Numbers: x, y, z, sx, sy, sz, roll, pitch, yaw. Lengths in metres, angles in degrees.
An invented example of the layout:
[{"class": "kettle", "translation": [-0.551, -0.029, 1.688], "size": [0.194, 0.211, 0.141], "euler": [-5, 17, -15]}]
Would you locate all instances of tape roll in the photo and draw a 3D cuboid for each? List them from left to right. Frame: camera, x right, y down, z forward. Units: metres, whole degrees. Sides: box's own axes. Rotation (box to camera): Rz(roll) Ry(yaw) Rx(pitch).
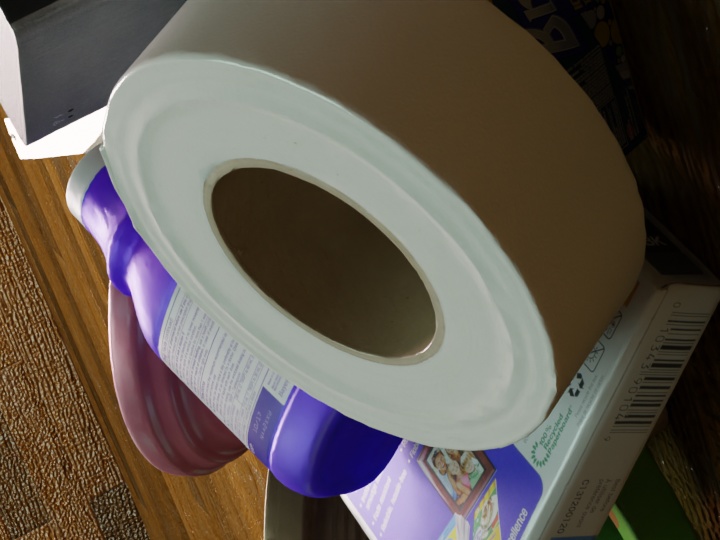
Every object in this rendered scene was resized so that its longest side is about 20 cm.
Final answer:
[{"class": "tape roll", "translation": [0.003, -0.026, 0.809], "size": [0.201, 0.071, 0.203], "euler": [28, 151, 17]}]

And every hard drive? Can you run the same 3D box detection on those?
[{"class": "hard drive", "translation": [-0.063, -0.131, 0.931], "size": [0.033, 0.199, 0.140], "euler": [59, 167, 10]}]

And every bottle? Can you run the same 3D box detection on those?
[{"class": "bottle", "translation": [-0.057, 0.013, 0.966], "size": [0.200, 0.065, 0.084], "euler": [41, 119, 33]}]

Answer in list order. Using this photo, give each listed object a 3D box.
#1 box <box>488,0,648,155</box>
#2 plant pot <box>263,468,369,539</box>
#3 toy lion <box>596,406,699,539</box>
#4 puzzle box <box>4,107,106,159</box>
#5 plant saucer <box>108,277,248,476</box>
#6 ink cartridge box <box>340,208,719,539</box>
[{"class": "box", "translation": [0.040, -0.125, 0.807], "size": [0.070, 0.064, 0.201], "euler": [10, 128, 45]}, {"class": "plant pot", "translation": [0.015, 0.144, 1.289], "size": [0.201, 0.092, 0.203], "euler": [1, -90, -75]}, {"class": "toy lion", "translation": [0.113, 0.122, 1.052], "size": [0.193, 0.068, 0.200], "euler": [59, 167, -12]}, {"class": "puzzle box", "translation": [-0.080, -0.098, 1.087], "size": [0.199, 0.133, 0.026], "euler": [-1, 117, 55]}, {"class": "plant saucer", "translation": [-0.069, 0.012, 1.170], "size": [0.050, 0.201, 0.202], "euler": [6, 135, 22]}, {"class": "ink cartridge box", "translation": [0.048, 0.033, 0.939], "size": [0.200, 0.043, 0.199], "euler": [50, 126, 44]}]
